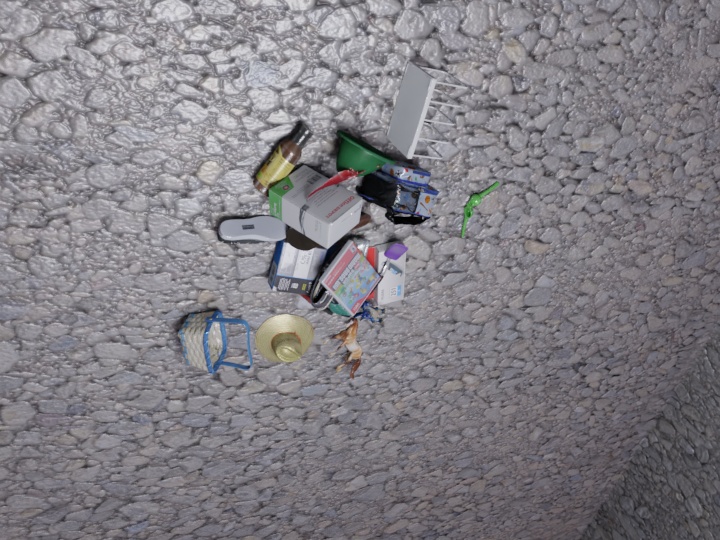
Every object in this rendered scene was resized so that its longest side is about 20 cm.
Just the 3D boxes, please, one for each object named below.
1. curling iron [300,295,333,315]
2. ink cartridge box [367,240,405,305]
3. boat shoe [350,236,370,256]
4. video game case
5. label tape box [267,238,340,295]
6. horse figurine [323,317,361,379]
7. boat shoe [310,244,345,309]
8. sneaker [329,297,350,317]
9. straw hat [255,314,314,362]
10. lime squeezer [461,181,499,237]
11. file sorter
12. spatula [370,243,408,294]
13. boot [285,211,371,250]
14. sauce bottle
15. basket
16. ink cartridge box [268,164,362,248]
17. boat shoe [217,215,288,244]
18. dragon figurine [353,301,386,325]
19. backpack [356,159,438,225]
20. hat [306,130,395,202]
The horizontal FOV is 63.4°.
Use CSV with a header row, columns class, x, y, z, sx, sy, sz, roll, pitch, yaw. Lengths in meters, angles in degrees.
class,x,y,z,sx,sy,sz,roll,pitch,yaw
curling iron,-0.142,0.085,1.778,0.049,0.026,0.200,-40,129,3
ink cartridge box,0.052,0.017,1.803,0.172,0.045,0.204,-12,127,-16
boat shoe,0.000,-0.002,1.728,0.063,0.075,0.207,4,118,11
video game case,-0.026,0.024,1.657,0.144,0.017,0.200,-53,140,-11
label tape box,-0.152,-0.009,1.669,0.195,0.063,0.148,8,108,-27
horse figurine,-0.041,0.259,1.919,0.131,0.050,0.203,-34,123,-20
boat shoe,-0.082,0.016,1.645,0.203,0.072,0.063,-62,163,-2
sneaker,-0.059,0.076,1.771,0.201,0.073,0.090,64,42,-65
straw hat,-0.228,0.239,1.810,0.196,0.086,0.205,-11,126,-16
lime squeezer,0.348,-0.194,1.796,0.070,0.038,0.203,-5,130,-59
file sorter,0.171,-0.405,1.502,0.121,0.140,0.204,2,123,-27
spatula,0.070,-0.001,1.754,0.056,0.021,0.202,18,116,-32
boot,-0.084,-0.119,1.610,0.182,0.200,0.066,1,112,29
sauce bottle,-0.194,-0.282,1.480,0.064,0.065,0.201,32,105,-36
basket,-0.407,0.201,1.661,0.194,0.140,0.180,10,125,8
ink cartridge box,-0.113,-0.163,1.473,0.146,0.198,0.085,-41,153,-38
boat shoe,-0.290,-0.104,1.568,0.195,0.070,0.056,-1,159,-30
dragon figurine,0.014,0.126,1.806,0.097,0.199,0.060,22,82,-19
backpack,0.115,-0.217,1.589,0.187,0.200,0.157,15,107,-36
hat,-0.031,-0.243,1.496,0.196,0.166,0.179,21,106,-24
